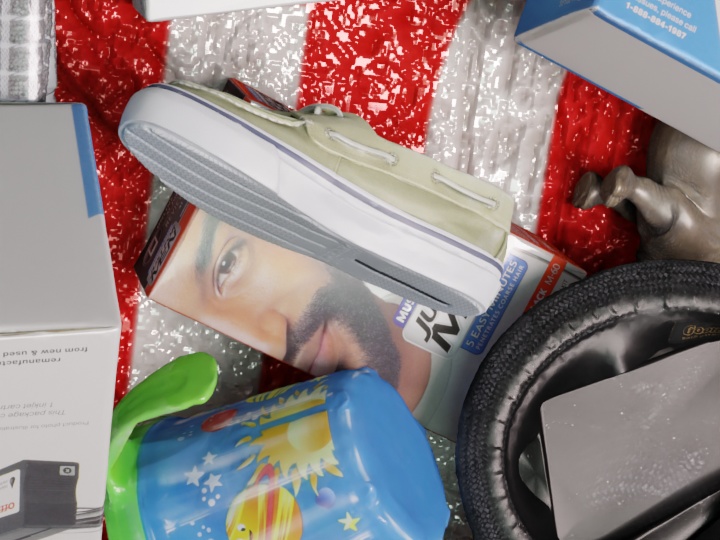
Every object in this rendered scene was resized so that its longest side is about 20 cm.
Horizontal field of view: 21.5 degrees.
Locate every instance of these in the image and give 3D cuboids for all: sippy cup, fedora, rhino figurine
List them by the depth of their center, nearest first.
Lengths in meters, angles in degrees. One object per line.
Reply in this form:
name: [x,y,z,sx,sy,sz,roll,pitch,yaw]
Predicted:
sippy cup: [-0.033,0.114,0.914,0.130,0.178,0.140,-27,71,21]
fedora: [0.143,0.088,0.948,0.199,0.092,0.202,0,87,-3]
rhino figurine: [0.161,-0.035,0.989,0.087,0.060,0.201,14,103,-16]

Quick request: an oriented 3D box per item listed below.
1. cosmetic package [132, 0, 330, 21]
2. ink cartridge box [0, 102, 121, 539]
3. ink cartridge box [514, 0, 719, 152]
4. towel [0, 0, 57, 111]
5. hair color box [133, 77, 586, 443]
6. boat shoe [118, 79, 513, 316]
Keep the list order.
cosmetic package: [-0.016,-0.207,0.896,0.199,0.052,0.152,-8,109,-13]
ink cartridge box: [-0.159,0.048,0.838,0.083,0.146,0.201,-2,134,-15]
ink cartridge box: [0.180,-0.174,0.906,0.144,0.084,0.201,25,77,-18]
towel: [-0.215,-0.155,0.837,0.164,0.086,0.201,-2,106,-14]
hair color box: [0.000,0.000,0.952,0.199,0.064,0.111,26,98,-19]
boat shoe: [-0.017,-0.043,0.876,0.199,0.072,0.062,27,70,-24]
